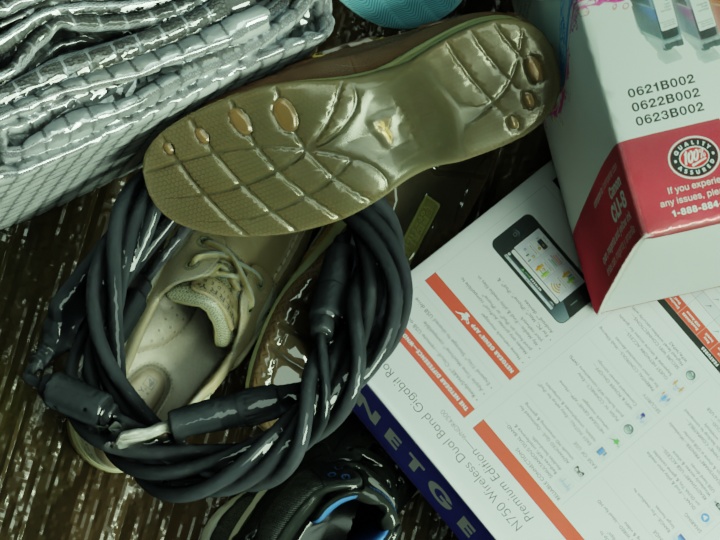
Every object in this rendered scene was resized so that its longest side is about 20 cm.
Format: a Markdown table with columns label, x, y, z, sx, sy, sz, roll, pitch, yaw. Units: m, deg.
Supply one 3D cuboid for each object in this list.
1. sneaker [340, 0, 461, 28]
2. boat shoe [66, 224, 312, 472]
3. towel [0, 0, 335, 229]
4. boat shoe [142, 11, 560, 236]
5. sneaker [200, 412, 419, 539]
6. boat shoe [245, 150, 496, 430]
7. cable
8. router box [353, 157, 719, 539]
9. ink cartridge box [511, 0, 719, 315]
| label | x | y | z | sx | sy | sz | roll | pitch | yaw |
| --- | --- | --- | --- | --- | --- | --- | --- | --- | --- |
| sneaker | -0.002 | -0.216 | 1.025 | 0.079 | 0.131 | 0.200 | -15 | 137 | 13 |
| boat shoe | -0.077 | 0.016 | 1.131 | 0.072 | 0.065 | 0.201 | 37 | 76 | -14 |
| towel | -0.126 | -0.096 | 1.069 | 0.199 | 0.166 | 0.086 | -27 | 89 | -19 |
| boat shoe | -0.005 | -0.071 | 1.048 | 0.199 | 0.068 | 0.072 | -19 | 108 | 2 |
| sneaker | 0.014 | 0.102 | 1.134 | 0.200 | 0.112 | 0.073 | -43 | 103 | -16 |
| boat shoe | 0.000 | 0.000 | 1.154 | 0.072 | 0.076 | 0.200 | 39 | 76 | -19 |
| cable | -0.057 | 0.011 | 1.053 | 0.163 | 0.051 | 0.200 | 29 | 69 | 29 |
| router box | 0.108 | 0.061 | 1.093 | 0.179 | 0.049 | 0.200 | -37 | 81 | -18 |
| ink cartridge box | 0.162 | -0.105 | 1.045 | 0.144 | 0.145 | 0.201 | -13 | 75 | -5 |
